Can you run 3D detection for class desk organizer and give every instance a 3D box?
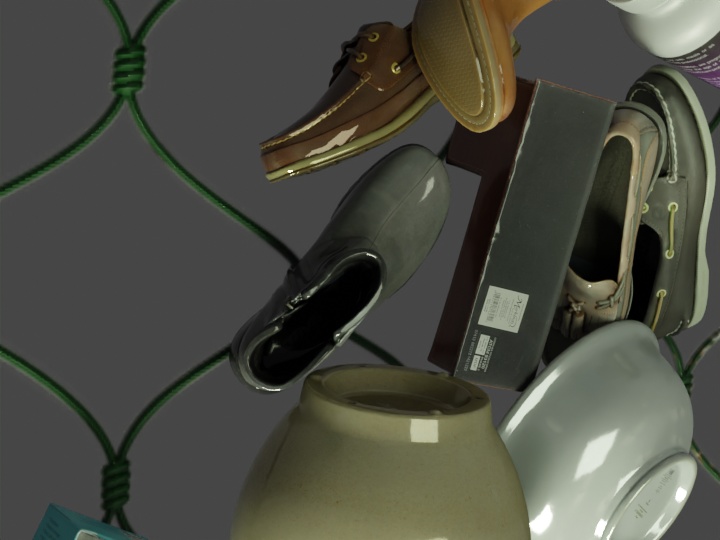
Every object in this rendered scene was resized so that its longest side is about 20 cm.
[{"bbox_3d":[0.093,-0.029,1.308,0.071,0.077,0.202,11,98,-36],"label":"desk organizer"}]

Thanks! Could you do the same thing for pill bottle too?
[{"bbox_3d":[0.254,-0.184,1.349,0.199,0.112,0.113,19,93,-37],"label":"pill bottle"}]

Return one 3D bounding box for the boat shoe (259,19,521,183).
[{"bbox_3d":[0.011,-0.120,1.233,0.199,0.072,0.068,-34,101,-26],"label":"boat shoe"}]

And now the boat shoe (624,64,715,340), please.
[{"bbox_3d":[0.206,-0.042,1.386,0.060,0.071,0.203,-23,119,-31],"label":"boat shoe"}]

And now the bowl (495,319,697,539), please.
[{"bbox_3d":[0.168,0.142,1.361,0.200,0.090,0.202,-35,147,-27],"label":"bowl"}]

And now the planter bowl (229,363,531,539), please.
[{"bbox_3d":[0.016,0.137,1.232,0.199,0.200,0.136,-3,104,-34],"label":"planter bowl"}]

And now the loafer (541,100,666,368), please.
[{"bbox_3d":[0.156,-0.016,1.343,0.063,0.071,0.202,-38,144,-67],"label":"loafer"}]

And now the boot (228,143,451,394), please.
[{"bbox_3d":[0.000,0.000,1.210,0.070,0.132,0.201,37,79,-5],"label":"boot"}]

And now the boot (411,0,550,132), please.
[{"bbox_3d":[0.103,-0.179,1.224,0.154,0.202,0.077,-3,150,-29],"label":"boot"}]

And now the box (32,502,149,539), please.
[{"bbox_3d":[-0.195,0.252,1.214,0.082,0.049,0.201,27,88,-37],"label":"box"}]
